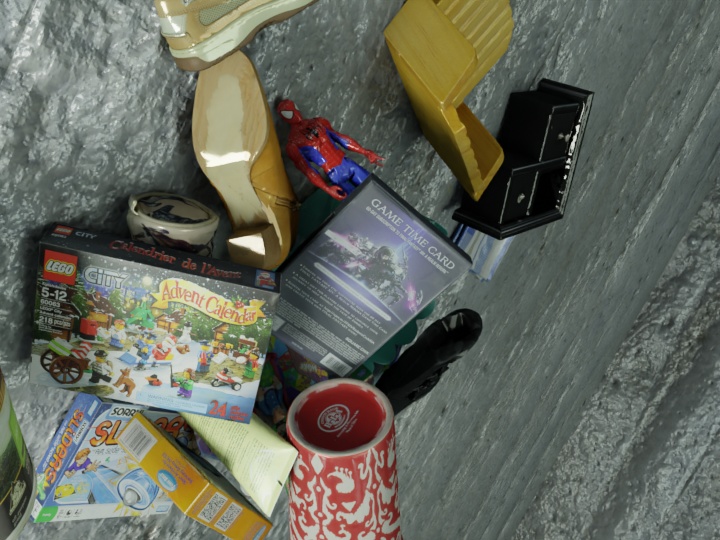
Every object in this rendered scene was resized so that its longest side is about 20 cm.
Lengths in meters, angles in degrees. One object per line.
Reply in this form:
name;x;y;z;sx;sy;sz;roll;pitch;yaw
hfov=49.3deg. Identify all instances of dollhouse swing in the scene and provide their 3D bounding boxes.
dollhouse swing;0.144;-0.233;0.915;0.174;0.183;0.201;-34;148;0

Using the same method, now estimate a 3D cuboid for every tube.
tube;-0.140;0.153;0.792;0.052;0.199;0.059;-38;145;-23

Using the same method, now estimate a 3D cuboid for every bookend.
bookend;0.244;-0.171;1.168;0.196;0.091;0.205;-17;124;-47

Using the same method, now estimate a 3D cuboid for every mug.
mug;-0.020;0.212;0.830;0.129;0.179;0.204;-3;124;-2

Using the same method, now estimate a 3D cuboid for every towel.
towel;0.214;-0.064;1.310;0.149;0.024;0.199;-60;150;2

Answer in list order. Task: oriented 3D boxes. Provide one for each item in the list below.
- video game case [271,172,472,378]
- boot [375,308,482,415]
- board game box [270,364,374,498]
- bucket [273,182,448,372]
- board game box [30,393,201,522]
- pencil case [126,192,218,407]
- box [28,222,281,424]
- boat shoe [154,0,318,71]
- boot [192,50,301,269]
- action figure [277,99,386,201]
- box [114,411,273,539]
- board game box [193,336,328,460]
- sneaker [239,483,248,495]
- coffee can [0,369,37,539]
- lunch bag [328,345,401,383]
video game case;-0.005;0.015;0.783;0.142;0.019;0.200;36;115;-25
boot;0.094;0.103;1.004;0.164;0.065;0.201;-41;168;-40
board game box;-0.031;0.215;0.915;0.133;0.029;0.203;-33;138;-24
bucket;0.000;0.000;0.929;0.206;0.134;0.210;-38;146;-32
board game box;-0.246;0.196;0.836;0.137;0.034;0.199;-60;151;3
pencil case;-0.185;0.024;0.726;0.088;0.078;0.204;-6;124;-34
box;-0.176;0.050;0.673;0.038;0.194;0.140;-96;-160;-62
boat shoe;-0.083;-0.248;0.648;0.200;0.071;0.077;-45;132;-26
boot;-0.101;-0.103;0.741;0.144;0.069;0.207;-66;151;-75
action figure;-0.012;-0.095;0.793;0.066;0.200;0.052;-46;-175;-17
box;-0.167;0.231;0.832;0.042;0.118;0.201;-47;148;-15
board game box;-0.099;0.152;0.908;0.198;0.038;0.162;29;67;-37
sneaker;-0.079;0.216;1.000;0.196;0.074;0.084;-25;105;3
coffee can;-0.315;0.102;0.534;0.145;0.145;0.204;-33;143;-36
lunch bag;-0.024;0.166;1.105;0.159;0.082;0.204;-9;126;-56
